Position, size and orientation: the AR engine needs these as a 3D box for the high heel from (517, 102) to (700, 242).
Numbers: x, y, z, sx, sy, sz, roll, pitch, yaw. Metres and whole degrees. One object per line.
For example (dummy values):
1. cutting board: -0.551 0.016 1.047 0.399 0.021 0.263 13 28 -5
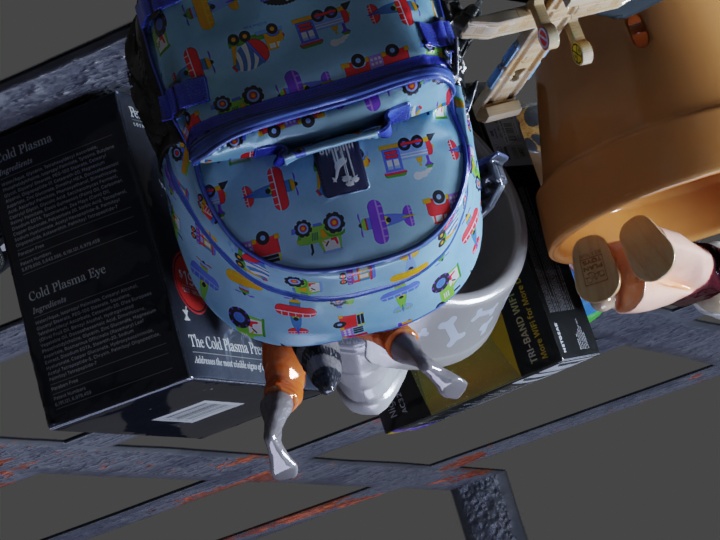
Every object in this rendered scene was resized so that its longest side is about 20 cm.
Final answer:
1. high heel: 0.138 -0.047 1.853 0.200 0.143 0.071 -15 168 -7

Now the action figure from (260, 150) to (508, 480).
1. action figure: -0.008 -0.005 1.484 0.200 0.194 0.105 -34 147 18

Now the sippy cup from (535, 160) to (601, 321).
1. sippy cup: 0.153 -0.041 1.964 0.139 0.178 0.130 16 146 -13

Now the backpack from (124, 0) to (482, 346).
1. backpack: -0.023 -0.069 1.396 0.182 0.200 0.135 -12 164 -7

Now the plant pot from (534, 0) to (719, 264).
1. plant pot: 0.197 -0.102 1.698 0.200 0.140 0.200 -15 167 -4

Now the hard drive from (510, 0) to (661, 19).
1. hard drive: 0.147 -0.190 1.492 0.139 0.033 0.200 -25 166 33

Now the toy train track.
1. toy train track: 0.107 -0.125 1.548 0.115 0.033 0.200 -15 165 -18

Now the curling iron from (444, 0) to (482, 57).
1. curling iron: 0.025 -0.073 1.560 0.026 0.200 0.050 23 179 10

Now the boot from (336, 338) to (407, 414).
1. boot: 0.000 0.000 1.733 0.073 0.200 0.096 0 136 8

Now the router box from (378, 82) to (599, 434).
1. router box: 0.057 -0.008 1.788 0.157 0.200 0.052 -26 168 35

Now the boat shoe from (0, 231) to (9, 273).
1. boat shoe: -0.260 -0.006 1.693 0.200 0.068 0.072 -15 166 -13

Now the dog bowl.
1. dog bowl: 0.017 -0.036 1.648 0.200 0.200 0.059 -7 151 -39

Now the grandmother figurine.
1. grandmother figurine: 0.208 0.004 1.724 0.121 0.061 0.200 -13 169 31

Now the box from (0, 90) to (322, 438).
1. box: -0.124 0.001 1.628 0.104 0.182 0.200 -21 168 21
